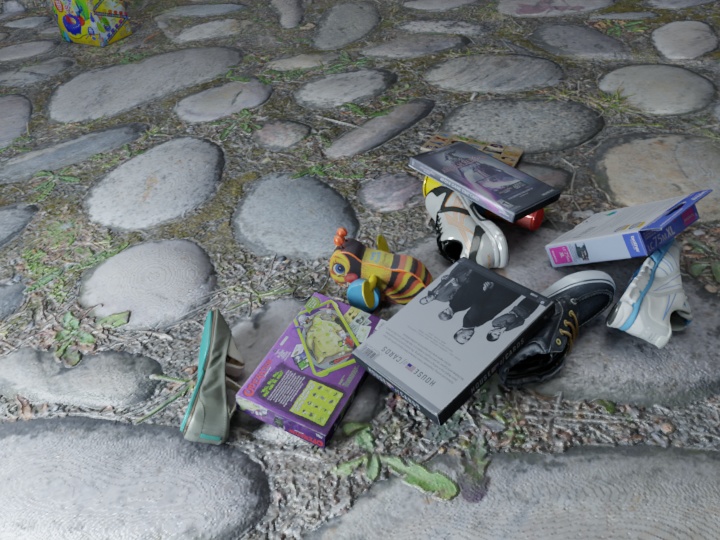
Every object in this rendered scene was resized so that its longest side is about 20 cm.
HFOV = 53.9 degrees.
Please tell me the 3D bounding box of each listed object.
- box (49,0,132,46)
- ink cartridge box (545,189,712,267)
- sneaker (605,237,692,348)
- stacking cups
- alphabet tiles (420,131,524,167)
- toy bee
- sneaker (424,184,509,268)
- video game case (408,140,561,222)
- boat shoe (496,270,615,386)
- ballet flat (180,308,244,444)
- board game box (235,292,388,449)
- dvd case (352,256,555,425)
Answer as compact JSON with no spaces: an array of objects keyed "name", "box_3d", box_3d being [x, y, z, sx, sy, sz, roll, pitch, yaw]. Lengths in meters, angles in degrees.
[{"name":"box","box_3d":[-0.817,-0.796,2.122,0.196,0.197,0.122,16,41,30]},{"name":"ink cartridge box","box_3d":[0.354,-0.052,0.938,0.118,0.043,0.199,-29,6,-27]},{"name":"sneaker","box_3d":[0.378,0.032,0.888,0.086,0.076,0.200,34,47,15]},{"name":"stacking cups","box_3d":[0.191,-0.113,1.115,0.197,0.062,0.060,24,45,35]},{"name":"alphabet tiles","box_3d":[0.189,-0.201,1.224,0.163,0.008,0.200,15,27,15]},{"name":"toy bee","box_3d":[0.000,0.000,0.951,0.194,0.111,0.132,-10,37,-4]},{"name":"sneaker","box_3d":[0.138,-0.064,1.046,0.078,0.075,0.201,-19,37,-14]},{"name":"video game case","box_3d":[0.189,-0.141,1.082,0.198,0.019,0.141,35,39,30]},{"name":"boat shoe","box_3d":[0.235,0.073,0.848,0.196,0.072,0.091,-22,38,-8]},{"name":"ballet flat","box_3d":[-0.171,0.128,0.858,0.062,0.068,0.202,17,34,-14]},{"name":"board game box","box_3d":[-0.050,0.112,0.856,0.118,0.033,0.201,23,42,13]},{"name":"dvd case","box_3d":[0.107,0.072,0.824,0.199,0.025,0.149,-39,42,-21]}]
